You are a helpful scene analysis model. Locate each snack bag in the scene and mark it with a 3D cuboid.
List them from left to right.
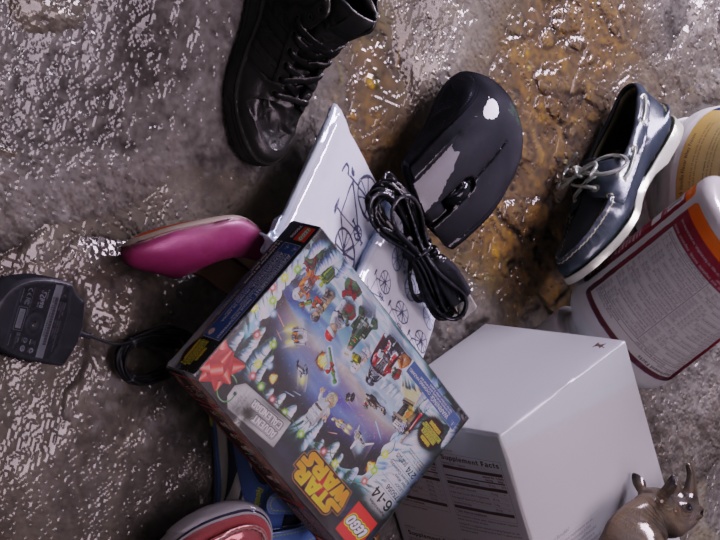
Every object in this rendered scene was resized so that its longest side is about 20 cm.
[{"bbox_3d":[0.000,0.000,1.677,0.200,0.021,0.189,62,31,-30],"label":"snack bag"}]

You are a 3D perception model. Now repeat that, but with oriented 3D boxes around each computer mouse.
[{"bbox_3d":[-0.187,0.040,1.550,0.200,0.034,0.059,19,89,-50],"label":"computer mouse"},{"bbox_3d":[0.081,-0.072,1.749,0.139,0.053,0.200,56,44,-35],"label":"computer mouse"}]

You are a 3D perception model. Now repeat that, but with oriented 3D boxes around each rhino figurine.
[{"bbox_3d":[0.204,0.223,1.703,0.087,0.060,0.200,45,62,-24],"label":"rhino figurine"}]

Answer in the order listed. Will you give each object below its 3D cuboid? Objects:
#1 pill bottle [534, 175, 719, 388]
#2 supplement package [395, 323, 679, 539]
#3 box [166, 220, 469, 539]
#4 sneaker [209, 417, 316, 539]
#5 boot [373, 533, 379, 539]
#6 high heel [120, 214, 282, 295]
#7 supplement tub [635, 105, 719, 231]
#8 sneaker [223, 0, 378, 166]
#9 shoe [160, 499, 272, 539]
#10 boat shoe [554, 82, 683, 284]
[{"bbox_3d":[0.238,0.024,1.827,0.109,0.200,0.110,38,27,-24],"label":"pill bottle"},{"bbox_3d":[0.127,0.168,1.771,0.152,0.150,0.201,-33,115,-36],"label":"supplement package"},{"bbox_3d":[-0.025,0.084,1.579,0.137,0.040,0.200,-50,122,-18],"label":"box"},{"bbox_3d":[-0.058,0.159,1.643,0.074,0.082,0.201,-19,108,-43],"label":"sneaker"},{"bbox_3d":[0.000,0.215,1.708,0.073,0.075,0.201,5,89,-42],"label":"boot"},{"bbox_3d":[-0.086,0.011,1.609,0.200,0.067,0.097,-6,87,-47],"label":"high heel"},{"bbox_3d":[0.338,-0.066,1.920,0.144,0.200,0.145,-4,95,-44],"label":"supplement tub"},{"bbox_3d":[-0.034,-0.172,1.623,0.060,0.104,0.201,12,85,-44],"label":"sneaker"},{"bbox_3d":[-0.124,0.236,1.547,0.200,0.091,0.072,-36,118,-20],"label":"shoe"},{"bbox_3d":[0.201,-0.073,1.870,0.062,0.075,0.200,45,57,-17],"label":"boat shoe"}]
